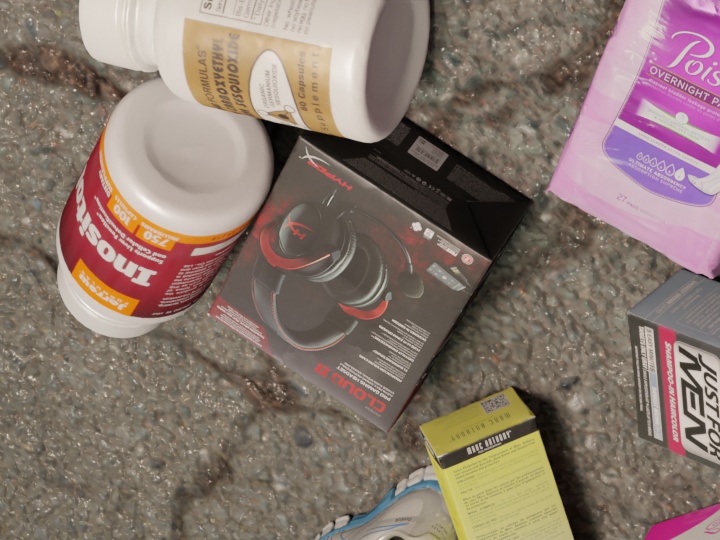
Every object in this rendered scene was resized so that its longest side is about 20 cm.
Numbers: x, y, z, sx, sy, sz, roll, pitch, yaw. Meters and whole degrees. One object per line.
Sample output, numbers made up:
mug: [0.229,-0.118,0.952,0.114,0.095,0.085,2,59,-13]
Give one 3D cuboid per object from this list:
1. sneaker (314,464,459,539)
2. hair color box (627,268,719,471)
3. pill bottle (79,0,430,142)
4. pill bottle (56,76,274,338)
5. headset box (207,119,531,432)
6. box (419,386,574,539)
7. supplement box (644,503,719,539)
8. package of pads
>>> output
sneaker: [0.006,0.212,2.003,0.075,0.087,0.200,40,134,-5]
hair color box: [0.261,0.081,1.741,0.199,0.061,0.100,21,133,38]
pill bottle: [-0.067,-0.153,1.755,0.199,0.114,0.115,14,129,21]
pill bottle: [-0.136,-0.035,1.870,0.113,0.113,0.200,37,147,1]
headset box: [0.000,0.000,1.856,0.148,0.075,0.200,34,133,3]
box: [0.106,0.184,1.928,0.075,0.050,0.201,-23,116,-5]
supplement box: [0.218,0.248,1.830,0.101,0.200,0.104,-23,111,39]
package of pads: [0.197,-0.101,1.671,0.120,0.076,0.201,27,132,6]
